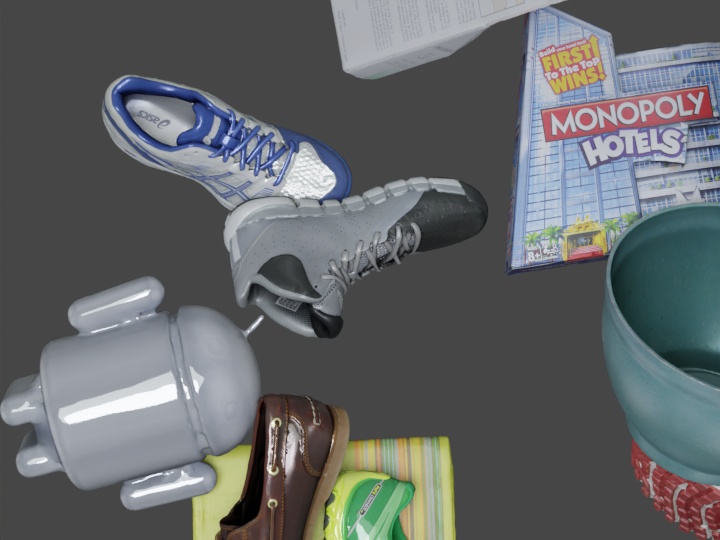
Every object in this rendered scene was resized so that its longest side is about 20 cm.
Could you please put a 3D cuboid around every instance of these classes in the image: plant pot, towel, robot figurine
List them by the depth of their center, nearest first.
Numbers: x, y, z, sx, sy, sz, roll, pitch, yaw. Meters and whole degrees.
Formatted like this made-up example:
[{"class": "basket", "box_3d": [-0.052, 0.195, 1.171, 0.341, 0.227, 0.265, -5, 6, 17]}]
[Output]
[{"class": "plant pot", "box_3d": [0.259, 0.066, 1.164, 0.199, 0.135, 0.201, 5, 42, -4]}, {"class": "robot figurine", "box_3d": [-0.158, 0.091, 1.196, 0.199, 0.113, 0.171, -14, 106, -1]}, {"class": "towel", "box_3d": [-0.028, 0.172, 1.238, 0.198, 0.018, 0.087, -2, 81, 0]}]

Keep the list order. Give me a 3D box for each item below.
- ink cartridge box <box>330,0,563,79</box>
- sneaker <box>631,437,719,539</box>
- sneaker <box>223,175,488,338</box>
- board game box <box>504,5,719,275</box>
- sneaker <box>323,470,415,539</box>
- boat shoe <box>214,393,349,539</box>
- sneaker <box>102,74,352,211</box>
[{"class": "ink cartridge box", "box_3d": [0.063, -0.246, 1.213, 0.199, 0.050, 0.162, -13, 83, 31]}, {"class": "sneaker", "box_3d": [0.295, 0.165, 1.218, 0.199, 0.078, 0.082, 25, 58, 6]}, {"class": "sneaker", "box_3d": [0.000, 0.000, 1.201, 0.199, 0.075, 0.116, -7, 49, 2]}, {"class": "board game box", "box_3d": [0.193, -0.111, 1.241, 0.199, 0.062, 0.201, -9, 85, -1]}, {"class": "sneaker", "box_3d": [0.018, 0.246, 1.190, 0.083, 0.074, 0.202, -4, 95, 4]}, {"class": "boat shoe", "box_3d": [-0.070, 0.185, 1.178, 0.070, 0.070, 0.201, 13, 94, -29]}, {"class": "sneaker", "box_3d": [-0.103, -0.089, 1.227, 0.199, 0.088, 0.076, 18, 83, 0]}]
